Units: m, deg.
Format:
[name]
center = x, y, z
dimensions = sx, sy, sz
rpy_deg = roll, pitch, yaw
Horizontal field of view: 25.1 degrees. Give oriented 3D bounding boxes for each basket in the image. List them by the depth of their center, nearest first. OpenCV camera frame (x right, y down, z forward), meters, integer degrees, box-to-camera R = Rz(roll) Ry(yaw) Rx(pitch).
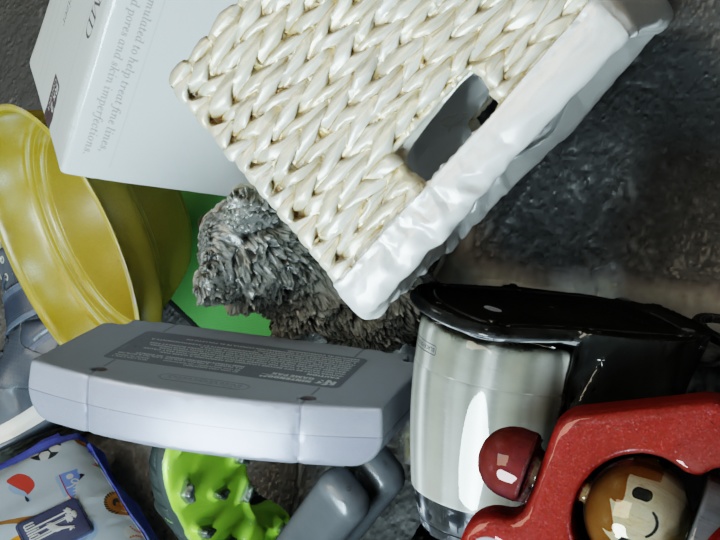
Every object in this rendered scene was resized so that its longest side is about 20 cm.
[basket]
center = 0.035, -0.111, 0.835
dimensions = 0.161, 0.200, 0.198
rpy_deg = 44, 109, 3

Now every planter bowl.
[planter bowl]
center = -0.171, -0.031, 1.090
dimensions = 0.200, 0.083, 0.202
rpy_deg = 38, 142, 38

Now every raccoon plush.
[raccoon plush]
center = 0.000, 0.000, 0.921
dimensions = 0.198, 0.134, 0.098
rpy_deg = 5, 85, 22

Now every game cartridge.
[game cartridge]
center = -0.071, 0.065, 0.882
dimensions = 0.198, 0.133, 0.041
rpy_deg = 7, 98, 15

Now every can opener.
[can opener]
center = -0.013, 0.167, 0.930
dimensions = 0.067, 0.053, 0.200
rpy_deg = 51, 150, 12

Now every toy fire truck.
[toy fire truck]
center = 0.118, 0.148, 0.720
dimensions = 0.167, 0.112, 0.202
rpy_deg = 19, 99, 9

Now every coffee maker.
[coffee maker]
center = 0.106, 0.119, 0.815
dimensions = 0.190, 0.135, 0.202
rpy_deg = 8, 100, 6

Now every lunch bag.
[lunch bag]
center = -0.224, 0.231, 1.110
dimensions = 0.200, 0.124, 0.170
rpy_deg = -47, 48, 5

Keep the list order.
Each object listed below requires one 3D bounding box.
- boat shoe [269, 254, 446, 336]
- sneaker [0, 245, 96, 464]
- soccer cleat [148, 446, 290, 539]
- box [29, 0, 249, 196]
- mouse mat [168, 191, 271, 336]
[boat shoe]
center = 0.000, 0.003, 1.016
dimensions = 0.067, 0.057, 0.201
rpy_deg = 37, 102, 43
[sneaker]
center = -0.259, 0.066, 1.211
dimensions = 0.201, 0.077, 0.147
rpy_deg = -30, 69, 21
[soccer cleat]
center = -0.097, 0.136, 0.968
dimensions = 0.081, 0.200, 0.068
rpy_deg = 20, 69, 24
[box]
center = -0.079, -0.162, 1.002
dimensions = 0.200, 0.198, 0.131
rpy_deg = -65, 32, 30
[mouse mat]
center = -0.074, -0.024, 1.129
dimensions = 0.200, 0.007, 0.162
rpy_deg = 39, 103, 44
